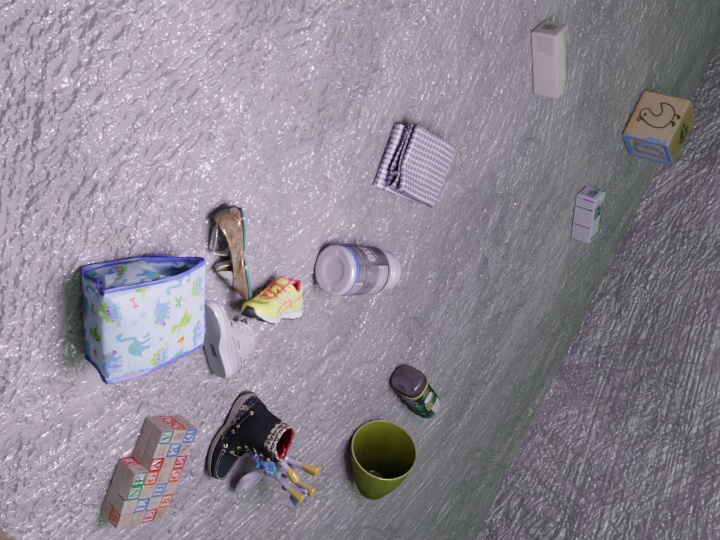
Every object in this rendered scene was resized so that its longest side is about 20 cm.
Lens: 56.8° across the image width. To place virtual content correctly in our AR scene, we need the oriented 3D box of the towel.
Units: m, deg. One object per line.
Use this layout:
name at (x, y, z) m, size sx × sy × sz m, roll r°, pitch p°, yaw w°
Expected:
towel at (0.137, -0.248, 1.581) m, size 0.199 × 0.085 × 0.167 m, roll 12°, pitch 100°, yaw -54°

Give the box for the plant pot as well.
plant pot at (0.050, 0.567, 1.916) m, size 0.187 × 0.187 × 0.201 m, roll -32°, pitch 149°, yaw -37°

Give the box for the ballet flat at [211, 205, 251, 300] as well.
ballet flat at (-0.246, -0.029, 1.255) m, size 0.065 × 0.071 × 0.201 m, roll -11°, pitch 121°, yaw -17°

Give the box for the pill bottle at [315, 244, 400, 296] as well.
pill bottle at (0.000, 0.000, 1.532) m, size 0.199 × 0.113 × 0.115 m, roll 0°, pitch 111°, yaw -53°

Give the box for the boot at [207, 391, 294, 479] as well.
boot at (-0.237, 0.382, 1.425) m, size 0.073 × 0.153 × 0.205 m, roll 26°, pitch 90°, yaw -55°

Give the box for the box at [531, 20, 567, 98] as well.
box at (0.540, -0.597, 1.892) m, size 0.068 × 0.082 × 0.201 m, roll -46°, pitch 143°, yaw -25°

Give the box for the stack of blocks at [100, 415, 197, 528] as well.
stack of blocks at (-0.408, 0.386, 1.288) m, size 0.115 × 0.058 × 0.201 m, roll 14°, pitch 100°, yaw -54°

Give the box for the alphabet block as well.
alphabet block at (1.190, -0.567, 2.657) m, size 0.196 × 0.195 × 0.201 m, roll 29°, pitch 86°, yaw -57°

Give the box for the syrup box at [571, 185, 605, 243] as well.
syrup box at (0.875, -0.215, 2.560) m, size 0.079 × 0.081 × 0.201 m, roll -37°, pitch 138°, yaw -35°

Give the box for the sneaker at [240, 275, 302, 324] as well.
sneaker at (-0.178, 0.055, 1.367) m, size 0.200 × 0.078 × 0.091 m, roll -10°, pitch 115°, yaw -69°

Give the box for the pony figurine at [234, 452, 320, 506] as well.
pony figurine at (-0.192, 0.448, 1.525) m, size 0.166 × 0.199 × 0.194 m, roll -41°, pitch 155°, yaw -39°

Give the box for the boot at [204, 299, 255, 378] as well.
boot at (-0.261, 0.117, 1.315) m, size 0.096 × 0.073 × 0.201 m, roll -42°, pitch 148°, yaw -38°

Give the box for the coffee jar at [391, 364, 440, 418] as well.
coffee jar at (0.163, 0.359, 1.973) m, size 0.086 × 0.104 × 0.200 m, roll -54°, pitch 143°, yaw -18°

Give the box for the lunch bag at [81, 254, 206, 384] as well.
lunch bag at (-0.351, 0.070, 1.110) m, size 0.199 × 0.127 × 0.171 m, roll -12°, pitch 120°, yaw -37°

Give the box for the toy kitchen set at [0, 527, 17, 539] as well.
toy kitchen set at (-0.596, 0.522, 1.005) m, size 0.180 × 0.199 × 0.164 m, roll -20°, pitch 126°, yaw -45°
